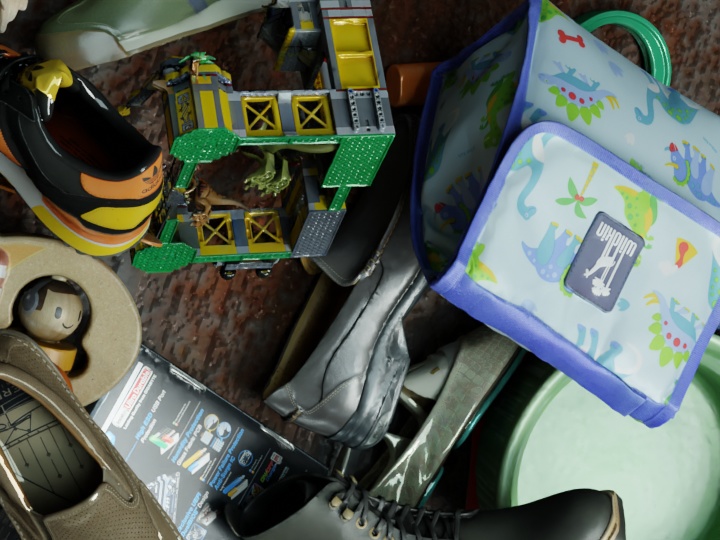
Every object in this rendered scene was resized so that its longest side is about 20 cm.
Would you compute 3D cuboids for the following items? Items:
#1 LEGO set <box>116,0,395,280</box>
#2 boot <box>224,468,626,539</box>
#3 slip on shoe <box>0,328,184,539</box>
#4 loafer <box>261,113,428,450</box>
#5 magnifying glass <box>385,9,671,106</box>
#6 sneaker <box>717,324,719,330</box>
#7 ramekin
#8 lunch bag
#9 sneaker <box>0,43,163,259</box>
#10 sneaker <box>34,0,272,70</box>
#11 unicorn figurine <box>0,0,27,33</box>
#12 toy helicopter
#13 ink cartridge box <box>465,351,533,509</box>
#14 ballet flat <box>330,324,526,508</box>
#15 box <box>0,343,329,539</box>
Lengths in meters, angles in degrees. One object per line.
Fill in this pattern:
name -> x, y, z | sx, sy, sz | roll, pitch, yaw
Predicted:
LEGO set -> -0.063, -0.089, 1.591 | 0.153, 0.200, 0.117 | -6, 65, -9
boot -> 0.036, 0.148, 1.630 | 0.199, 0.078, 0.138 | -29, 122, 19
slip on shoe -> -0.148, 0.122, 1.523 | 0.076, 0.061, 0.201 | -29, 103, -2
loafer -> 0.000, 0.000, 1.687 | 0.072, 0.073, 0.201 | 17, 81, -22
magnifying glass -> 0.105, -0.117, 1.761 | 0.199, 0.022, 0.080 | -5, 101, -31
sneaker -> 0.211, -0.011, 1.806 | 0.199, 0.075, 0.089 | 16, 89, -32
ramekin -> 0.165, 0.126, 1.754 | 0.198, 0.098, 0.202 | -2, 97, -13
lunch bag -> 0.120, -0.029, 1.633 | 0.169, 0.127, 0.201 | 31, 49, -21
sneaker -> -0.183, -0.095, 1.513 | 0.200, 0.090, 0.070 | 37, 56, 2
sneaker -> -0.101, -0.177, 1.607 | 0.199, 0.067, 0.091 | -21, 102, -27
unicorn figurine -> -0.211, -0.238, 1.525 | 0.138, 0.073, 0.201 | -52, 140, -41
toy helicopter -> -0.199, -0.012, 1.562 | 0.200, 0.079, 0.132 | 43, 94, -13
ink cartridge box -> 0.163, 0.123, 1.816 | 0.199, 0.050, 0.162 | 1, 97, -32
ballet flat -> 0.032, 0.096, 1.727 | 0.062, 0.067, 0.201 | 35, 77, -7
box -> -0.130, 0.158, 1.650 | 0.159, 0.046, 0.201 | 35, 80, -30
